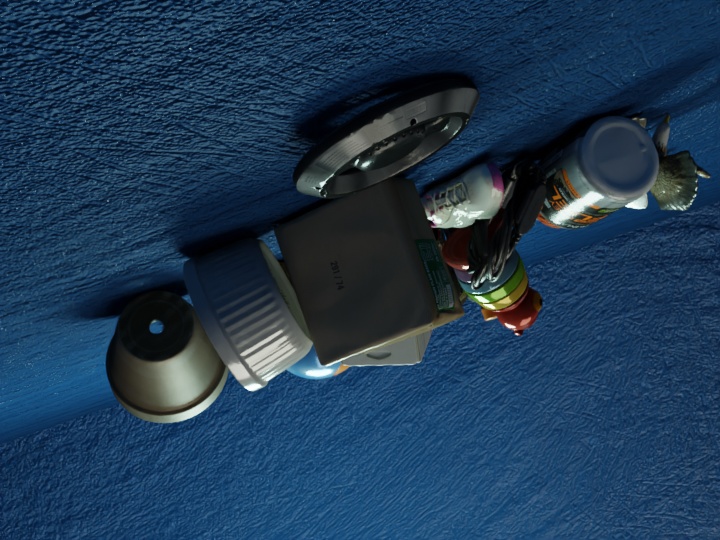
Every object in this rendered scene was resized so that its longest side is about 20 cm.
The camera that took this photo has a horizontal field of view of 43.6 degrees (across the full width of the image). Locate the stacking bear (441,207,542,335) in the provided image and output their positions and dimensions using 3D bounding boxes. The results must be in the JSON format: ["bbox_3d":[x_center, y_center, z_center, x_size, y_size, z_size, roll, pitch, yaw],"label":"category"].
[{"bbox_3d":[0.227,0.017,1.461,0.113,0.200,0.122,-17,-144,32],"label":"stacking bear"}]

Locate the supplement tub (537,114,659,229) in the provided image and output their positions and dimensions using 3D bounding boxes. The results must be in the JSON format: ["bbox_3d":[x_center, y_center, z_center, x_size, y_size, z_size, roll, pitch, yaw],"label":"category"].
[{"bbox_3d":[0.320,-0.131,1.278,0.122,0.123,0.200,-16,172,-16],"label":"supplement tub"}]

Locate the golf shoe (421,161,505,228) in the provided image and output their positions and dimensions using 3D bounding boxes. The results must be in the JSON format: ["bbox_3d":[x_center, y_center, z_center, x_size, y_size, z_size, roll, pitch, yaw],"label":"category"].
[{"bbox_3d":[0.137,-0.097,1.277,0.091,0.076,0.200,-12,170,-18],"label":"golf shoe"}]

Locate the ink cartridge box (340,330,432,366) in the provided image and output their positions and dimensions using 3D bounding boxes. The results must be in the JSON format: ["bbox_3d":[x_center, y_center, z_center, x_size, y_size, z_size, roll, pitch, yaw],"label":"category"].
[{"bbox_3d":[0.050,0.085,1.594,0.145,0.088,0.200,-4,-156,17],"label":"ink cartridge box"}]

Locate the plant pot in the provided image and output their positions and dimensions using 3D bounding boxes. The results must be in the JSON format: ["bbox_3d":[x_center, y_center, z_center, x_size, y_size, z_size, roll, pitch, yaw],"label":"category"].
[{"bbox_3d":[-0.313,0.120,1.421,0.199,0.201,0.174,-17,156,-12],"label":"plant pot"}]

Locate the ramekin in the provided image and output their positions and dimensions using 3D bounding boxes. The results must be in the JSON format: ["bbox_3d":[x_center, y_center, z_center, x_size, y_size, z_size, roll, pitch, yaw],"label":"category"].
[{"bbox_3d":[-0.144,0.051,1.215,0.105,0.201,0.200,-28,172,3],"label":"ramekin"}]

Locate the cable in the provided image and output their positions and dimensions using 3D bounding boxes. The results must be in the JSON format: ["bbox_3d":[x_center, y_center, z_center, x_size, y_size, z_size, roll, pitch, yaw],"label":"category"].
[{"bbox_3d":[0.195,-0.068,1.303,0.051,0.201,0.163,23,-179,-17],"label":"cable"}]

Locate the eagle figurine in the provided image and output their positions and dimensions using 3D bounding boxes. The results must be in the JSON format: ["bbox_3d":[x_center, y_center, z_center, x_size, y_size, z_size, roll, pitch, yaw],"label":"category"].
[{"bbox_3d":[0.433,-0.162,1.352,0.151,0.152,0.200,-11,-172,27],"label":"eagle figurine"}]

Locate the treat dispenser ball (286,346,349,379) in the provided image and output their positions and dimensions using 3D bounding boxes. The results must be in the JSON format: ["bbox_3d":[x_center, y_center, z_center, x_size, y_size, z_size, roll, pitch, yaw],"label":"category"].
[{"bbox_3d":[-0.085,0.107,1.734,0.200,0.202,0.201,-18,173,-2],"label":"treat dispenser ball"}]

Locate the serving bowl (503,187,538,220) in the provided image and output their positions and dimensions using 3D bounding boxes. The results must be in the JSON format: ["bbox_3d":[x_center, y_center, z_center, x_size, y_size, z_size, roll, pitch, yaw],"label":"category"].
[{"bbox_3d":[0.330,-0.131,1.532,0.199,0.066,0.200,-19,172,-3],"label":"serving bowl"}]

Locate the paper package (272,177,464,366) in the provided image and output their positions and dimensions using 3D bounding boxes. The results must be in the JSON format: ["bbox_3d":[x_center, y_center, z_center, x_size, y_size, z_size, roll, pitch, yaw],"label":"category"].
[{"bbox_3d":[0.009,0.000,1.172,0.190,0.201,0.103,-24,172,31],"label":"paper package"}]

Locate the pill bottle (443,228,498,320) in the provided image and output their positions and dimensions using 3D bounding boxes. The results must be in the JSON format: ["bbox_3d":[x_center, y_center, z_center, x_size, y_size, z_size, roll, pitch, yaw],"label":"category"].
[{"bbox_3d":[0.220,-0.015,1.581,0.106,0.201,0.106,-18,173,-2],"label":"pill bottle"}]

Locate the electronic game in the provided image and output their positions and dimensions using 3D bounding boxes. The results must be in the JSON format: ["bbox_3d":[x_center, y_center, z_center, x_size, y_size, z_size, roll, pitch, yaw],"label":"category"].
[{"bbox_3d":[0.025,-0.127,0.878,0.199,0.042,0.200,-26,173,-4],"label":"electronic game"}]

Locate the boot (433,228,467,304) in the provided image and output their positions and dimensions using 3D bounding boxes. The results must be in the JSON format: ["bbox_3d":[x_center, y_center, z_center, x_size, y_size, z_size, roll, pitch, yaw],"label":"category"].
[{"bbox_3d":[0.113,-0.044,1.551,0.073,0.204,0.154,-26,130,-2],"label":"boot"}]

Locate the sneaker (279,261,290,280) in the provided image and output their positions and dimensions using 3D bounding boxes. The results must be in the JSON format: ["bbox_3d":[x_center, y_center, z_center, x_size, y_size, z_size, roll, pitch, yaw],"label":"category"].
[{"bbox_3d":[-0.177,0.022,1.479,0.075,0.071,0.200,0,-179,34],"label":"sneaker"}]

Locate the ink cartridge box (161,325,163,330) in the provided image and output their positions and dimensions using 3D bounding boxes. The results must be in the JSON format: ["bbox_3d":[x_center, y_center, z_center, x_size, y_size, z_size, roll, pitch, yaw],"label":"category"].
[{"bbox_3d":[-0.284,0.106,1.834,0.162,0.050,0.200,-21,169,20],"label":"ink cartridge box"}]
